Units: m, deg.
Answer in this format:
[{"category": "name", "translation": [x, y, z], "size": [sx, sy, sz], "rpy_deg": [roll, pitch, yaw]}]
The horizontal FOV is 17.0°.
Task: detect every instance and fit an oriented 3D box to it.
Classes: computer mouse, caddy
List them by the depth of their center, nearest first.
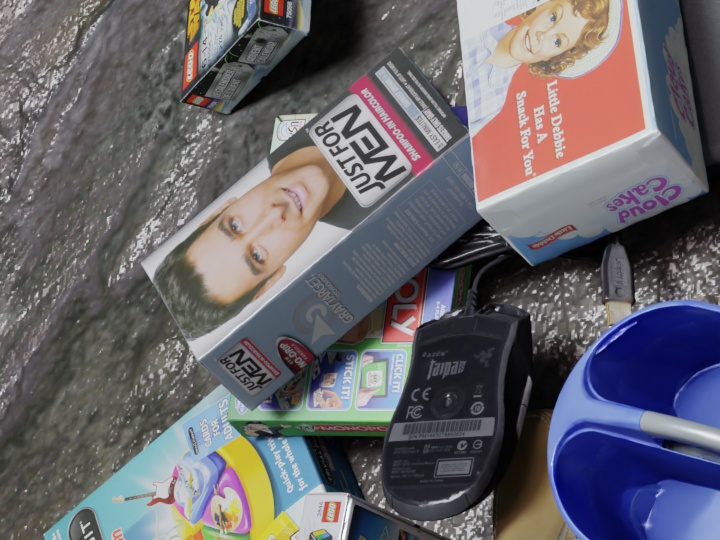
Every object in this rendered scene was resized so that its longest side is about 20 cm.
[{"category": "caddy", "translation": [0.189, 0.094, 1.231], "size": [0.199, 0.105, 0.142], "rpy_deg": [12, 79, 41]}, {"category": "computer mouse", "translation": [0.088, 0.054, 1.334], "size": [0.139, 0.046, 0.201], "rpy_deg": [-10, 52, 24]}]

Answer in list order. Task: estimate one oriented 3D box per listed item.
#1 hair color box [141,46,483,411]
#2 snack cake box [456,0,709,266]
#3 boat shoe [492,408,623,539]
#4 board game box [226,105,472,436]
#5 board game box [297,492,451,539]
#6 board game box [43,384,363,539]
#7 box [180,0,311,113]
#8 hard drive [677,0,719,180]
[{"category": "hair color box", "translation": [-0.020, -0.025, 1.392], "size": [0.200, 0.061, 0.099], "rpy_deg": [-40, 43, 4]}, {"category": "snack cake box", "translation": [0.120, -0.117, 1.350], "size": [0.114, 0.067, 0.201], "rpy_deg": [-22, 50, 25]}, {"category": "boat shoe", "translation": [0.100, 0.158, 1.295], "size": [0.071, 0.076, 0.201], "rpy_deg": [-30, 52, 28]}, {"category": "board game box", "translation": [0.000, 0.000, 1.437], "size": [0.134, 0.029, 0.201], "rpy_deg": [-2, 66, 23]}, {"category": "board game box", "translation": [0.001, 0.234, 1.309], "size": [0.034, 0.126, 0.202], "rpy_deg": [-2, 69, 38]}, {"category": "board game box", "translation": [-0.092, 0.168, 1.468], "size": [0.200, 0.047, 0.152], "rpy_deg": [-40, 50, 18]}, {"category": "box", "translation": [-0.071, -0.222, 1.593], "size": [0.137, 0.040, 0.202], "rpy_deg": [141, 136, -58]}, {"category": "hard drive", "translation": [0.161, -0.113, 1.398], "size": [0.199, 0.033, 0.141], "rpy_deg": [-9, 65, 36]}]
